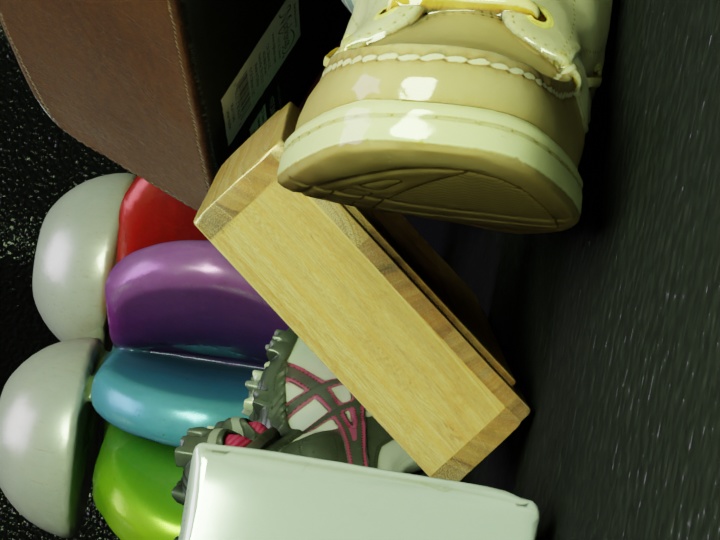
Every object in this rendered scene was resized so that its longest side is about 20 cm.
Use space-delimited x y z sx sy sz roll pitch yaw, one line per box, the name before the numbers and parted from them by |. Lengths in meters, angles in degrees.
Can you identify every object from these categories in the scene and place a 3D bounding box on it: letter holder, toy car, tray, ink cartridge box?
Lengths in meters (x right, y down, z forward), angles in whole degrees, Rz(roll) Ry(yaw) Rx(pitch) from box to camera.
letter holder | -0.087 -0.124 0.885 0.101 0.142 0.200 -58 -12 -17
toy car | -0.057 0.023 1.080 0.150 0.174 0.201 98 -179 -54
tray | 0.000 0.000 0.780 0.037 0.099 0.200 -43 6 5
ink cartridge box | -0.015 0.134 0.679 0.200 0.087 0.146 99 180 -78

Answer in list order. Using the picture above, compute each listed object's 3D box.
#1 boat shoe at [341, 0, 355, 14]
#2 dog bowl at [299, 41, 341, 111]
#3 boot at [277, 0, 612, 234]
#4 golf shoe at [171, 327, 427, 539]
boat shoe | 0.010 -0.107 0.805 0.201 0.071 0.071 -33 -49 -72
dog bowl | -0.021 -0.148 1.070 0.074 0.199 0.201 47 141 35
boot | 0.032 -0.089 0.632 0.200 0.072 0.157 -8 -72 -82
golf shoe | -0.005 0.072 0.893 0.200 0.087 0.078 -56 -27 -71
